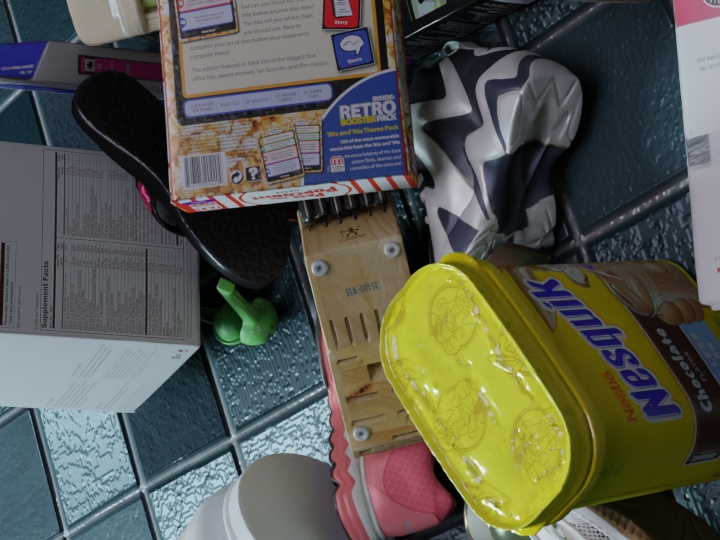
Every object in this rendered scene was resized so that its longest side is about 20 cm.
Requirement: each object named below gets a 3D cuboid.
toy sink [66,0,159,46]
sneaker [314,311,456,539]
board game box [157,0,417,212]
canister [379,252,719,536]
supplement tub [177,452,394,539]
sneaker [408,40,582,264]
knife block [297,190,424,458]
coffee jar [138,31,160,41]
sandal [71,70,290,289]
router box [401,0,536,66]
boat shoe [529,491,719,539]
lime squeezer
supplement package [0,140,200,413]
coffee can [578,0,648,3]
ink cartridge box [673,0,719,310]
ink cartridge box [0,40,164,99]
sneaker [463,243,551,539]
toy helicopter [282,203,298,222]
[{"bbox_3d":[-0.124,-0.234,1.192,0.200,0.112,0.131,-12,99,7],"label":"toy sink"},{"bbox_3d":[0.021,0.088,1.189,0.087,0.074,0.200,-10,68,7],"label":"sneaker"},{"bbox_3d":[-0.049,-0.145,1.092,0.151,0.046,0.200,-5,83,8],"label":"board game box"},{"bbox_3d":[0.127,0.060,0.970,0.087,0.200,0.149,-53,57,33],"label":"canister"},{"bbox_3d":[-0.076,0.239,1.225,0.145,0.145,0.200,54,127,29],"label":"supplement tub"},{"bbox_3d":[0.060,-0.056,1.126,0.130,0.079,0.199,36,124,47],"label":"sneaker"},{"bbox_3d":[0.000,0.000,1.165,0.176,0.064,0.200,-99,-5,-71],"label":"knife block"},{"bbox_3d":[-0.126,-0.271,1.296,0.104,0.085,0.200,22,108,46],"label":"coffee jar"},{"bbox_3d":[-0.125,-0.062,1.234,0.200,0.075,0.045,44,145,12],"label":"sandal"},{"bbox_3d":[0.041,-0.253,1.149,0.149,0.051,0.200,-21,77,46],"label":"router box"},{"bbox_3d":[0.124,0.141,1.013,0.200,0.071,0.069,40,124,-3],"label":"boat shoe"},{"bbox_3d":[-0.103,0.035,1.301,0.200,0.071,0.038,171,108,-69],"label":"lime squeezer"},{"bbox_3d":[-0.239,0.009,1.289,0.191,0.200,0.147,138,133,-61],"label":"supplement package"},{"bbox_3d":[0.127,-0.266,0.970,0.146,0.146,0.200,31,124,41],"label":"coffee can"},{"bbox_3d":[0.250,-0.084,0.922,0.146,0.083,0.200,-7,86,45],"label":"ink cartridge box"},{"bbox_3d":[-0.217,-0.150,1.314,0.095,0.200,0.037,4,95,44],"label":"ink cartridge box"},{"bbox_3d":[0.119,0.088,1.079,0.090,0.067,0.201,16,109,43],"label":"sneaker"},{"bbox_3d":[-0.091,-0.089,1.295,0.200,0.079,0.132,-13,92,56],"label":"toy helicopter"}]
